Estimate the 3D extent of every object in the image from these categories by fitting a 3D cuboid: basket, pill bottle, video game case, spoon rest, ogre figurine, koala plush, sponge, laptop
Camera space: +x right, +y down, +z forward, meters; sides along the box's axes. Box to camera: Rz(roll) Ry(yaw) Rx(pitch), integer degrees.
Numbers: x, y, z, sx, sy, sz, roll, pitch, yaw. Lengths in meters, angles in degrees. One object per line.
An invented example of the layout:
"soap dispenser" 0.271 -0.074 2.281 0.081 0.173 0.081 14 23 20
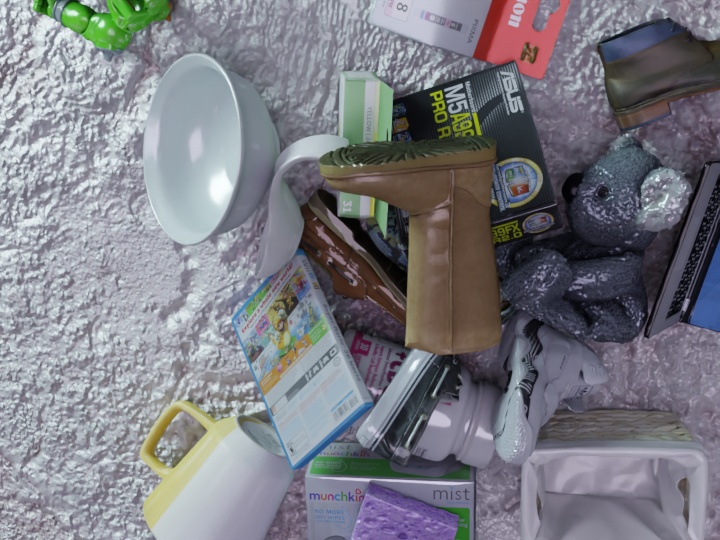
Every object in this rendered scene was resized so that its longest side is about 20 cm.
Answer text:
"basket" 0.280 0.240 1.123 0.197 0.123 0.137 -1 105 8
"pill bottle" 0.060 0.150 1.131 0.198 0.113 0.115 18 106 1
"video game case" -0.070 0.099 1.104 0.143 0.018 0.201 -45 59 35
"spoon rest" -0.078 -0.070 1.046 0.060 0.100 0.200 21 135 -15
"ogre figurine" -0.259 -0.313 1.058 0.199 0.098 0.120 -36 87 3
"koala plush" 0.257 -0.041 1.038 0.182 0.178 0.201 25 106 -13
"sponge" 0.031 0.353 1.133 0.110 0.030 0.202 18 109 2
"laptop" 0.407 -0.009 1.040 0.115 0.199 0.189 23 107 28

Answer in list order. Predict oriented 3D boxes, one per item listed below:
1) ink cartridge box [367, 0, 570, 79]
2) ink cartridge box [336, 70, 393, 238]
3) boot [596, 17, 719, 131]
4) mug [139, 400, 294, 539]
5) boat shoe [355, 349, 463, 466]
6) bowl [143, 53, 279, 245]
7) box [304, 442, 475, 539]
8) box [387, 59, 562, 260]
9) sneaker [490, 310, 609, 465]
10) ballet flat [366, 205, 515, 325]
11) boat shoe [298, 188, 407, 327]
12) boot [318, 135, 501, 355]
"ink cartridge box" 0.125 -0.308 1.039 0.198 0.057 0.164 20 106 6
"ink cartridge box" 0.001 -0.125 1.021 0.047 0.200 0.148 2 105 -2
"boot" 0.343 -0.230 1.020 0.198 0.075 0.098 -26 103 14
"mug" -0.170 0.248 1.172 0.186 0.150 0.154 34 98 -10
"boat shoe" 0.075 0.119 1.053 0.071 0.072 0.201 36 74 3
"bowl" -0.151 -0.129 1.075 0.200 0.090 0.204 3 94 49
"box" 0.040 0.305 1.184 0.197 0.097 0.179 2 107 7
"box" 0.109 -0.112 1.024 0.158 0.202 0.044 -16 145 13
"sneaker" 0.209 0.134 1.076 0.114 0.201 0.076 20 133 -6
"ballet flat" 0.096 -0.012 1.104 0.199 0.074 0.074 36 106 -9
"boat shoe" 0.000 0.000 1.126 0.200 0.072 0.068 47 109 4
"boot" 0.051 -0.017 0.921 0.173 0.066 0.203 -4 112 -5
